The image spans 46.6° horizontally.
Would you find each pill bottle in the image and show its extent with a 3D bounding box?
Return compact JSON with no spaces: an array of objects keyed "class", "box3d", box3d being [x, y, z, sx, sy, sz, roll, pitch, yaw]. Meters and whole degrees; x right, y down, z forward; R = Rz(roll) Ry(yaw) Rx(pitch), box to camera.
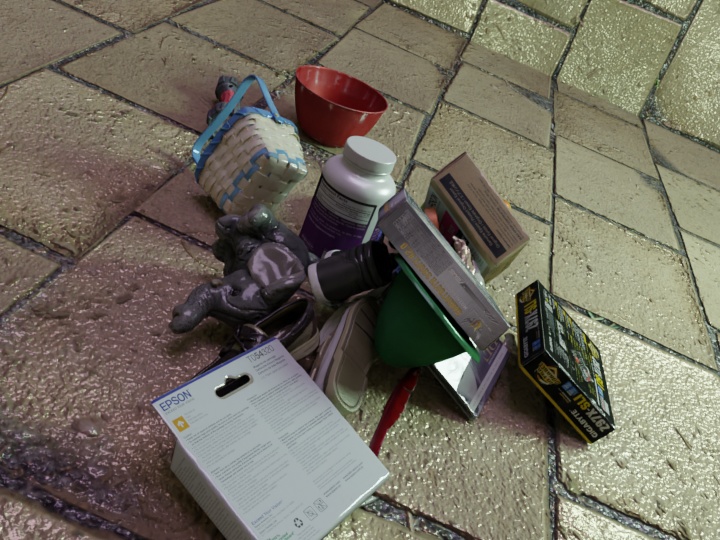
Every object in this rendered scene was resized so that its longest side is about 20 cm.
[{"class":"pill bottle","box3d":[-0.018,-0.089,1.224,0.111,0.202,0.113,18,28,-10]}]

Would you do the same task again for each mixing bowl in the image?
[{"class":"mixing bowl","box3d":[-0.053,-0.317,1.678,0.197,0.110,0.201,17,29,-10]}]

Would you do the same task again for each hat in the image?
[{"class":"hat","box3d":[0.031,0.099,1.008,0.166,0.176,0.200,50,6,-2]}]

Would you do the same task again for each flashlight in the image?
[{"class":"flashlight","box3d":[-0.252,-0.310,1.565,0.067,0.068,0.201,11,32,-15]}]

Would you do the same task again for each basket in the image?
[{"class":"basket","box3d":[-0.181,-0.182,1.302,0.138,0.176,0.201,10,41,-51]}]

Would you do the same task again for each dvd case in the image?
[{"class":"dvd case","box3d":[0.116,0.079,1.120,0.201,0.016,0.149,52,40,-7]}]

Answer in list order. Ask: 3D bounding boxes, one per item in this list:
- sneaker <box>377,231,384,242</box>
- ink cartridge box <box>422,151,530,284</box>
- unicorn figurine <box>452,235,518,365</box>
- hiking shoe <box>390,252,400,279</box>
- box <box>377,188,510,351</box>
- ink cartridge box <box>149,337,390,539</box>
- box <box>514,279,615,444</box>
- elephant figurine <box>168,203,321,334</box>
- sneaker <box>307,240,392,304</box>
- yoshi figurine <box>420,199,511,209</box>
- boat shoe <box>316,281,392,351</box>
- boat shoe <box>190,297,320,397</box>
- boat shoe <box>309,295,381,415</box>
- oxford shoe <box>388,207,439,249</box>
[{"class":"sneaker","box3d":[-0.016,-0.079,1.361,0.077,0.076,0.200,-2,28,-23]},{"class":"ink cartridge box","box3d":[0.174,-0.071,1.311,0.166,0.075,0.200,54,-7,10]},{"class":"unicorn figurine","box3d":[0.176,0.054,1.234,0.200,0.073,0.138,48,13,-37]},{"class":"hiking shoe","box3d":[0.083,0.033,1.246,0.085,0.076,0.200,8,22,-12]},{"class":"box","box3d":[0.100,-0.006,1.054,0.201,0.048,0.159,50,9,-8]},{"class":"ink cartridge box","box3d":[-0.090,0.182,0.844,0.200,0.043,0.195,47,35,14]},{"class":"box","box3d":[0.288,0.124,1.191,0.160,0.049,0.201,48,24,-16]},{"class":"elephant figurine","box3d":[-0.133,0.027,1.047,0.153,0.143,0.201,-17,38,10]},{"class":"sneaker","box3d":[0.000,0.000,1.102,0.098,0.072,0.200,-15,2,10]},{"class":"yoshi figurine","box3d":[0.178,-0.095,1.494,0.198,0.114,0.111,-13,28,-44]},{"class":"boat shoe","box3d":[0.012,0.067,1.128,0.201,0.060,0.073,-30,90,-37]},{"class":"boat shoe","box3d":[-0.125,0.090,0.955,0.072,0.066,0.199,13,30,34]},{"class":"boat shoe","box3d":[-0.021,0.102,1.011,0.075,0.068,0.201,55,32,-16]},{"class":"oxford shoe","box3d":[0.076,-0.062,1.330,0.072,0.073,0.200,-8,-8,-4]}]
